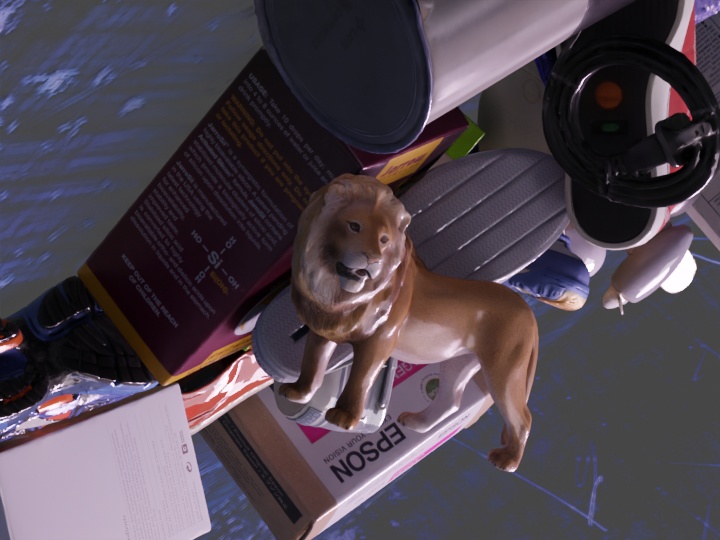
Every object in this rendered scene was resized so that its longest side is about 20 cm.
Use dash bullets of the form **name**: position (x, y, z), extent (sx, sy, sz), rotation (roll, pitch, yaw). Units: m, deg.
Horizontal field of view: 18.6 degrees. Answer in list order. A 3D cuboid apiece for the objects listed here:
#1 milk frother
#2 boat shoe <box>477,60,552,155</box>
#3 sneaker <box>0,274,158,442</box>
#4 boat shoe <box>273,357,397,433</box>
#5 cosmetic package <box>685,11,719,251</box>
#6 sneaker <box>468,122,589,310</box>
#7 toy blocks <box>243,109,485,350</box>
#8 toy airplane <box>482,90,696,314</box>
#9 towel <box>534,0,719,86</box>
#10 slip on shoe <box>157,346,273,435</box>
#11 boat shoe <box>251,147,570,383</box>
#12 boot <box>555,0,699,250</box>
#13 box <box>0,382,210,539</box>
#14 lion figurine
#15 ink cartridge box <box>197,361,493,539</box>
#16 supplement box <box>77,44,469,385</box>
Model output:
- **milk frother**: position (0.070, -0.100, 1.032), extent (0.188, 0.200, 0.181), rotation (-32, 172, -31)
- **boat shoe**: position (0.118, -0.119, 1.336), extent (0.063, 0.074, 0.202), rotation (-23, 140, -32)
- **sneaker**: position (-0.186, 0.056, 1.212), extent (0.078, 0.076, 0.200), rotation (-35, 166, 33)
- **boat shoe**: position (0.000, 0.000, 1.301), extent (0.071, 0.201, 0.070), rotation (20, 160, -31)
- **cosmetic package**: position (0.217, -0.118, 1.462), extent (0.103, 0.200, 0.073), rotation (-39, 170, 3)
- **sneaker**: position (0.097, -0.041, 1.437), extent (0.075, 0.200, 0.088), rotation (27, 97, -32)
- **toy blocks**: position (-0.003, -0.031, 1.419), extent (0.200, 0.100, 0.137), rotation (-49, -178, 7)
- **toy airplane**: position (0.167, -0.055, 1.590), extent (0.199, 0.199, 0.141), rotation (105, -8, -49)
- **towel**: position (0.170, -0.199, 1.245), extent (0.200, 0.050, 0.148), rotation (-31, 136, -25)
- **slip on shoe**: position (-0.076, 0.040, 1.509), extent (0.200, 0.074, 0.061), rotation (-37, 151, -18)
- **boat shoe**: position (0.024, -0.005, 1.202), extent (0.200, 0.072, 0.071), rotation (-29, 179, -11)
- **boot**: position (0.161, -0.121, 1.214), extent (0.144, 0.072, 0.201), rotation (-26, 121, -64)
- **box**: position (-0.197, 0.139, 1.298), extent (0.124, 0.098, 0.200), rotation (-10, -176, 27)
- **lion figurine**: position (0.034, 0.026, 1.135), extent (0.200, 0.072, 0.123), rotation (17, 97, -44)
- **ink cartridge box**: position (-0.019, 0.080, 1.601), extent (0.200, 0.165, 0.075), rotation (-33, 169, -30)
- **supplement box**: position (-0.049, -0.038, 1.197), extent (0.110, 0.086, 0.200), rotation (-25, 163, -52)
